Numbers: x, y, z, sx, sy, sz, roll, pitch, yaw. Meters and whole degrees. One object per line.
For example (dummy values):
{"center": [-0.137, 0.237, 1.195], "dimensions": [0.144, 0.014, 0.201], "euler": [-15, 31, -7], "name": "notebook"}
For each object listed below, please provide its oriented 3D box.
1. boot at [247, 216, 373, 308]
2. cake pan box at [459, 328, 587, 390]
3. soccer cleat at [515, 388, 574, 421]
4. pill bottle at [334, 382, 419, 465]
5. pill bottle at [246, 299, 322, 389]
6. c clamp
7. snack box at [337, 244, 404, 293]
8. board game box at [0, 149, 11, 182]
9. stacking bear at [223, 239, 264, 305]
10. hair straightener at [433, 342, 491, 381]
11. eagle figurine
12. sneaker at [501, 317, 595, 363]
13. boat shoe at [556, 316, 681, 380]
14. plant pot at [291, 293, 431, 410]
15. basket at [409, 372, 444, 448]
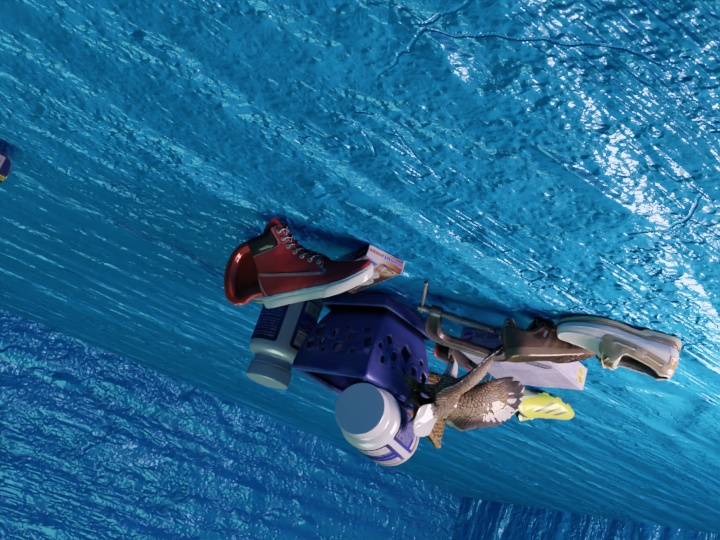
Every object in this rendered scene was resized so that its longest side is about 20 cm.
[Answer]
{"center": [-0.086, -0.027, 1.307], "dimensions": [0.200, 0.144, 0.072], "euler": [-12, -171, 15], "name": "boot"}
{"center": [0.313, 0.174, 1.547], "dimensions": [0.200, 0.052, 0.184], "euler": [-2, 150, 43], "name": "cake pan box"}
{"center": [0.386, 0.307, 1.782], "dimensions": [0.200, 0.084, 0.065], "euler": [22, 159, -11], "name": "soccer cleat"}
{"center": [0.030, 0.281, 1.449], "dimensions": [0.116, 0.116, 0.200], "euler": [9, 158, 24], "name": "pill bottle"}
{"center": [-0.161, 0.136, 1.633], "dimensions": [0.120, 0.200, 0.120], "euler": [16, 160, 6], "name": "pill bottle"}
{"center": [0.191, 0.107, 1.432], "dimensions": [0.200, 0.027, 0.171], "euler": [20, 146, 6], "name": "c clamp"}
{"center": [0.000, 0.000, 1.394], "dimensions": [0.072, 0.024, 0.200], "euler": [28, 158, -18], "name": "snack box"}
{"center": [-0.737, -0.218, 1.405], "dimensions": [0.200, 0.062, 0.200], "euler": [31, 158, -32], "name": "board game box"}
{"center": [-0.176, 0.017, 1.474], "dimensions": [0.121, 0.114, 0.200], "euler": [-11, 169, 1], "name": "stacking bear"}
{"center": [0.238, 0.203, 1.697], "dimensions": [0.077, 0.041, 0.200], "euler": [1, 154, 40], "name": "hair straightener"}
{"center": [0.181, 0.215, 1.426], "dimensions": [0.200, 0.151, 0.152], "euler": [-8, 176, 23], "name": "eagle figurine"}
{"center": [0.332, 0.118, 1.375], "dimensions": [0.200, 0.076, 0.070], "euler": [4, 158, -31], "name": "sneaker"}
{"center": [0.419, 0.127, 1.302], "dimensions": [0.200, 0.068, 0.075], "euler": [11, 159, 20], "name": "boat shoe"}
{"center": [0.018, 0.153, 1.555], "dimensions": [0.200, 0.180, 0.200], "euler": [-1, 152, 41], "name": "plant pot"}
{"center": [0.141, 0.346, 2.003], "dimensions": [0.143, 0.149, 0.200], "euler": [11, 160, 18], "name": "basket"}
